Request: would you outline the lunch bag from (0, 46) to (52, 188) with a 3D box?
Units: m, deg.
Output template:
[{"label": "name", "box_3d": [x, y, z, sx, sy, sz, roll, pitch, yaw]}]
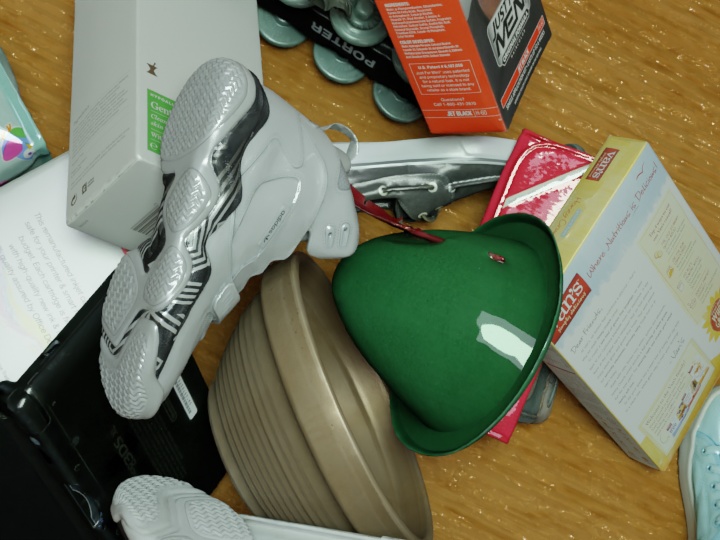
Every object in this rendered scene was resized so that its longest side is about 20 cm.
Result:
[{"label": "lunch bag", "box_3d": [-0.318, -0.118, 0.762, 0.169, 0.122, 0.202, -31, 88, -11]}]

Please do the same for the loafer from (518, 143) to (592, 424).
[{"label": "loafer", "box_3d": [0.135, 0.012, 0.841, 0.062, 0.072, 0.203, 23, 85, -22]}]

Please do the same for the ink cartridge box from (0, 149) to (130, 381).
[{"label": "ink cartridge box", "box_3d": [-0.220, 0.028, 0.770, 0.198, 0.086, 0.149, -29, 85, -13]}]

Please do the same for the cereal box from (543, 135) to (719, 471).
[{"label": "cereal box", "box_3d": [0.189, 0.027, 0.798, 0.145, 0.039, 0.200, -54, 127, -13]}]

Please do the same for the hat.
[{"label": "hat", "box_3d": [0.000, 0.000, 0.716, 0.175, 0.199, 0.168, 29, 83, -23]}]

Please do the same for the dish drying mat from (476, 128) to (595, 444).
[{"label": "dish drying mat", "box_3d": [0.105, 0.009, 0.792, 0.076, 0.018, 0.203, 23, 87, 10]}]

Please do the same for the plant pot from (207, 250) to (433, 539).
[{"label": "plant pot", "box_3d": [-0.035, 0.099, 0.738, 0.092, 0.201, 0.203, -25, 85, 7]}]

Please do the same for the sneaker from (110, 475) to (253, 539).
[{"label": "sneaker", "box_3d": [-0.090, 0.213, 0.659, 0.199, 0.075, 0.115, 38, 113, 32]}]

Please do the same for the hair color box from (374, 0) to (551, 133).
[{"label": "hair color box", "box_3d": [0.053, -0.193, 0.719, 0.060, 0.201, 0.102, 2, 49, 33]}]

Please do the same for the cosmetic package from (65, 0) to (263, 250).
[{"label": "cosmetic package", "box_3d": [-0.125, -0.112, 0.752, 0.107, 0.084, 0.203, 22, 48, -38]}]

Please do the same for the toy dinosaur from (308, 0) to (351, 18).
[{"label": "toy dinosaur", "box_3d": [-0.032, -0.248, 0.732, 0.102, 0.199, 0.137, 34, 107, 20]}]

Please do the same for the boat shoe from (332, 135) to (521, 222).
[{"label": "boat shoe", "box_3d": [0.031, -0.061, 0.834, 0.196, 0.069, 0.058, -3, 86, -2]}]

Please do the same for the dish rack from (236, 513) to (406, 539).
[{"label": "dish rack", "box_3d": [0.014, 0.218, 0.695, 0.172, 0.198, 0.044, 53, 54, -32]}]

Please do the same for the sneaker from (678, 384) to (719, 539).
[{"label": "sneaker", "box_3d": [0.270, 0.180, 0.816, 0.073, 0.082, 0.204, 4, 80, -8]}]

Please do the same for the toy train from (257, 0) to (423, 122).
[{"label": "toy train", "box_3d": [0.009, -0.195, 0.845, 0.198, 0.085, 0.115, 32, 68, -2]}]

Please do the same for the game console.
[{"label": "game console", "box_3d": [-0.191, 0.107, 0.725, 0.115, 0.202, 0.177, 16, 53, 29]}]

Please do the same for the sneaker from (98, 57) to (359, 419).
[{"label": "sneaker", "box_3d": [-0.068, -0.006, 0.653, 0.114, 0.075, 0.203, 18, 90, -35]}]
